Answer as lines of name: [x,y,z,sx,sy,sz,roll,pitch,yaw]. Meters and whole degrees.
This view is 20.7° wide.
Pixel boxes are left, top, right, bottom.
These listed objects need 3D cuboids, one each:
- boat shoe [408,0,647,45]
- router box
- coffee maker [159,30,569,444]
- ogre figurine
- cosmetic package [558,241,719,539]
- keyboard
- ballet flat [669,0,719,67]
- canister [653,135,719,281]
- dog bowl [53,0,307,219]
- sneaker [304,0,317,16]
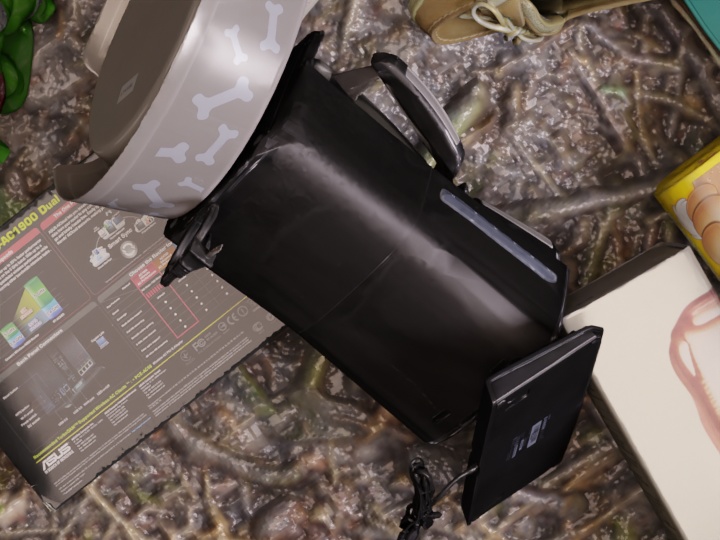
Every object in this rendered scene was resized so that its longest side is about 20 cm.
boat shoe: [0.118,-0.159,1.106,0.200,0.073,0.063,-16,76,26]
router box: [-0.148,0.021,1.158,0.200,0.062,0.150,-38,91,3]
coffee maker: [0.000,0.000,1.078,0.200,0.135,0.192,39,56,-14]
ogre figurine: [-0.237,-0.094,1.126,0.200,0.120,0.098,-38,92,3]
cosmetic package: [0.193,0.090,1.134,0.087,0.103,0.200,-30,94,1]
keyboard: [0.071,0.097,1.089,0.127,0.200,0.021,-32,69,-15]
ballet flat: [0.190,-0.184,1.137,0.067,0.062,0.200,-34,71,20]
canister: [0.282,-0.008,1.134,0.148,0.087,0.200,-38,90,3]
dog bowl: [-0.092,-0.117,1.037,0.059,0.200,0.200,23,94,-21]
sneaker: [-0.033,-0.224,1.137,0.105,0.075,0.201,26,98,0]
